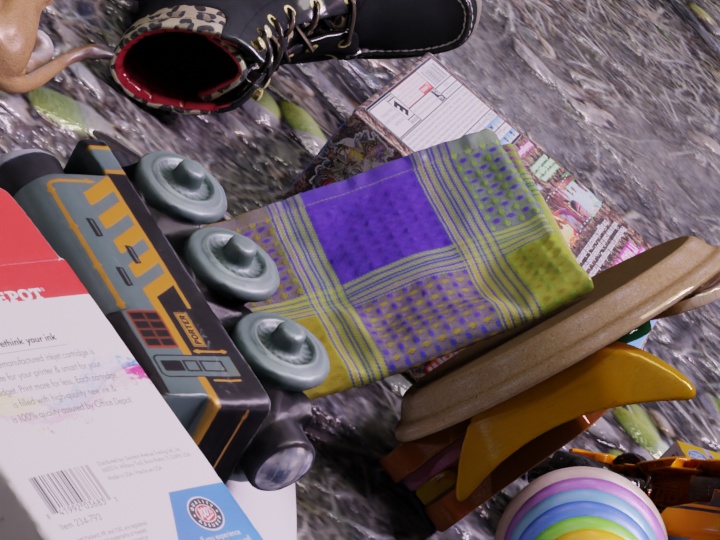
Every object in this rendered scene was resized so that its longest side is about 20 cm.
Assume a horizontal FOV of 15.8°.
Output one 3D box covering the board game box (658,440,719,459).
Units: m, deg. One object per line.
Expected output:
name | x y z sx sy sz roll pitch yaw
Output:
board game box | 0.263 0.174 1.493 0.200 0.034 0.134 17 32 -43

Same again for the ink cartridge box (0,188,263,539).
ink cartridge box | -0.139 0.063 1.013 0.200 0.067 0.116 53 28 19

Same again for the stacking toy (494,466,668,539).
stacking toy | 0.103 0.141 1.169 0.085 0.085 0.200 40 3 0

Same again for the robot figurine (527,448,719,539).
robot figurine | 0.179 0.126 1.316 0.145 0.058 0.200 18 -11 -42

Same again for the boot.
boot | -0.038 -0.133 1.479 0.204 0.073 0.154 7 28 4

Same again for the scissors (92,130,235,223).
scissors | -0.058 -0.010 1.352 0.200 0.073 0.014 25 55 20

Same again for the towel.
towel | 0.000 0.000 1.263 0.144 0.200 0.023 -114 -171 -49

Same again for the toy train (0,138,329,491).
toy train | -0.096 0.018 1.140 0.114 0.085 0.200 3 42 -42

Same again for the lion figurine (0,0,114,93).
lion figurine | -0.212 -0.146 1.304 0.200 0.072 0.122 38 30 -15

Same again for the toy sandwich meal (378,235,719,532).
toy sandwich meal | 0.100 0.055 1.255 0.070 0.205 0.205 61 24 -2

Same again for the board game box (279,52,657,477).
board game box | 0.064 -0.008 1.439 0.200 0.097 0.159 41 23 2

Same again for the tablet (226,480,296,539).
tablet | -0.111 0.074 1.129 0.200 0.014 0.130 32 24 -18
